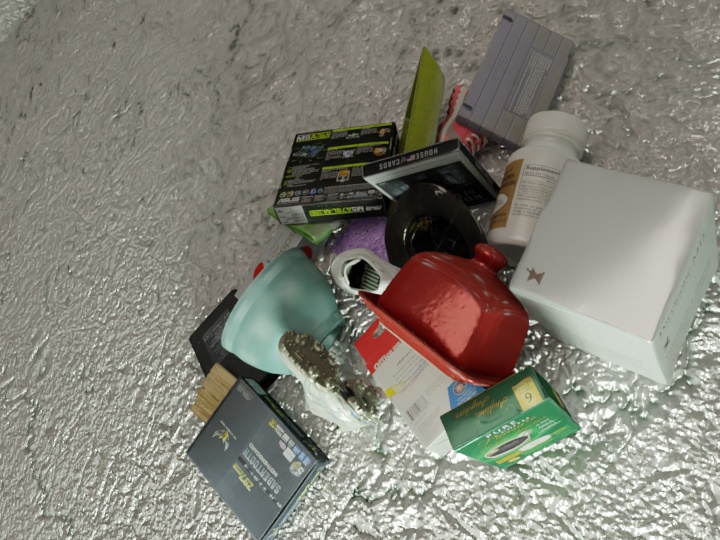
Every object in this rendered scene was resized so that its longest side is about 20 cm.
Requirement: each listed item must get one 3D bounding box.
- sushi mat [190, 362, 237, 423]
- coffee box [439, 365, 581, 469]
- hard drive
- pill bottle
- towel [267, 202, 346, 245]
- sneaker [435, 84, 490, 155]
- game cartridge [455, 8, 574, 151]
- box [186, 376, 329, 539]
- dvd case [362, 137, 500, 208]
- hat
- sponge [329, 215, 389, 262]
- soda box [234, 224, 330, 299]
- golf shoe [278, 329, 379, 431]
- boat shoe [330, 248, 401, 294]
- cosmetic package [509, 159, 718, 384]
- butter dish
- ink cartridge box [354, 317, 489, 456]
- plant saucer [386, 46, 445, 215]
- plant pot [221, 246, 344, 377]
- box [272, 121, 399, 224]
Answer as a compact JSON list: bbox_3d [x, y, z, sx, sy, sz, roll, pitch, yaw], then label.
[{"bbox_3d":[-0.202,0.250,1.019,0.198,0.012,0.097,32,92,25],"label":"sushi mat"},{"bbox_3d":[0.183,0.180,0.710,0.121,0.199,0.045,-33,56,15],"label":"coffee box"},{"bbox_3d":[-0.231,0.152,1.100,0.140,0.033,0.201,-45,53,9],"label":"hard drive"},{"bbox_3d":[0.253,-0.111,0.846,0.112,0.114,0.205,10,75,35],"label":"pill bottle"},{"bbox_3d":[-0.055,-0.141,1.066,0.148,0.031,0.200,28,62,37],"label":"towel"},{"bbox_3d":[0.174,-0.222,0.959,0.084,0.074,0.204,5,59,24],"label":"sneaker"},{"bbox_3d":[0.243,-0.293,0.939,0.127,0.038,0.204,27,79,-2],"label":"game cartridge"},{"bbox_3d":[-0.166,0.296,0.958,0.199,0.051,0.159,40,95,26],"label":"box"},{"bbox_3d":[0.112,-0.128,0.891,0.147,0.199,0.026,-11,70,28],"label":"dvd case"},{"bbox_3d":[0.129,-0.032,0.881,0.198,0.080,0.207,18,115,43],"label":"hat"},{"bbox_3d":[0.034,-0.016,1.001,0.112,0.030,0.201,-45,53,8],"label":"sponge"},{"bbox_3d":[-0.140,-0.012,1.093,0.068,0.063,0.202,33,89,38],"label":"soda box"},{"bbox_3d":[-0.063,0.176,0.886,0.096,0.200,0.079,-34,22,27],"label":"golf shoe"},{"bbox_3d":[0.000,0.000,0.930,0.198,0.066,0.076,11,87,54],"label":"boat shoe"},{"bbox_3d":[0.303,0.006,0.708,0.164,0.199,0.171,23,83,37],"label":"cosmetic package"},{"bbox_3d":[0.129,0.039,0.739,0.198,0.198,0.151,34,101,36],"label":"butter dish"},{"bbox_3d":[0.089,0.146,0.871,0.116,0.067,0.201,-45,53,7],"label":"ink cartridge box"},{"bbox_3d":[0.092,-0.213,0.975,0.046,0.200,0.206,11,72,-1],"label":"plant saucer"},{"bbox_3d":[-0.108,0.086,0.967,0.133,0.200,0.202,37,92,11],"label":"plant pot"},{"bbox_3d":[-0.038,-0.170,1.042,0.194,0.048,0.197,-4,47,16],"label":"box"}]
